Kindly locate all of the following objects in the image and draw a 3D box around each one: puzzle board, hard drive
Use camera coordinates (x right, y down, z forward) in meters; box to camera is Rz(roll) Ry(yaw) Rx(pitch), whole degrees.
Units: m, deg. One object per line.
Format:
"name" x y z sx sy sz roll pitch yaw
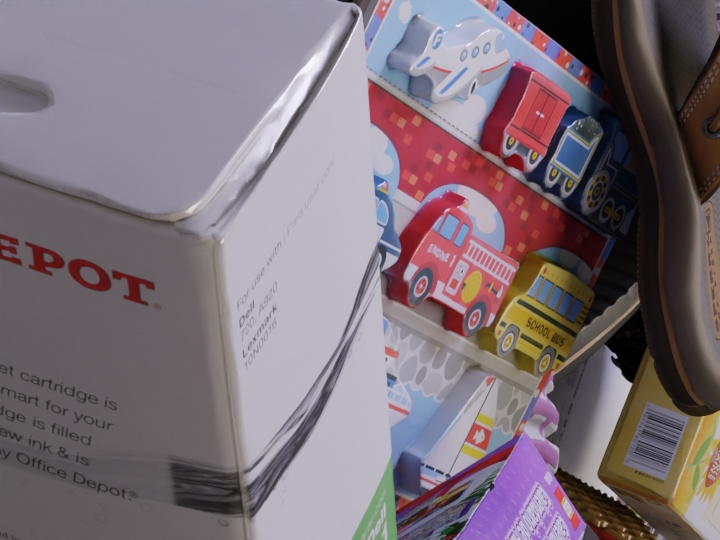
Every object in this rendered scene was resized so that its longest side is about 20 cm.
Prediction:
"puzzle board" 0.025 -0.002 0.906 0.200 0.017 0.151 28 87 -60
"hard drive" 0.104 0.048 1.422 0.200 0.026 0.133 32 77 -70

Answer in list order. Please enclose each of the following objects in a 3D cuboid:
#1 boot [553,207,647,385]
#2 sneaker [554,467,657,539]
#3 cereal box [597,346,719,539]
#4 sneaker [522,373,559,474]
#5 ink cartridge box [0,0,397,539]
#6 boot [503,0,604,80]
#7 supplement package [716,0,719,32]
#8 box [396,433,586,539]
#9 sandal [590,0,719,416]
"boot" 0.110 0.026 1.296 0.200 0.077 0.139 -45 140 -33
"sneaker" 0.097 0.160 1.272 0.090 0.075 0.200 -57 -160 12
"cereal box" 0.165 0.051 1.320 0.145 0.039 0.200 -68 159 -9
"sneaker" 0.008 0.107 1.049 0.080 0.088 0.201 36 71 -67
"ink cartridge box" -0.072 0.014 0.730 0.201 0.145 0.085 87 27 -46
"boot" 0.031 -0.018 1.000 0.150 0.073 0.201 -33 143 -41
"supplement package" 0.197 -0.172 1.202 0.152 0.150 0.202 11 75 -72
"box" -0.032 0.127 0.884 0.199 0.039 0.137 -33 -178 15
"sandal" 0.113 -0.052 0.948 0.082 0.054 0.201 -28 113 -63
